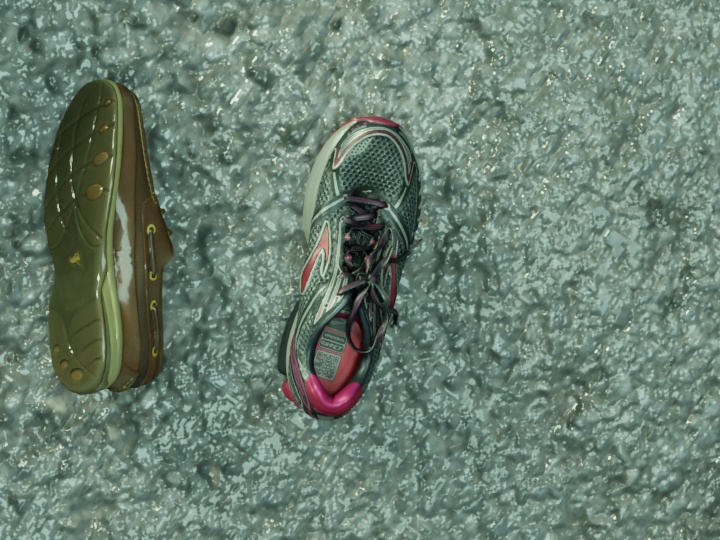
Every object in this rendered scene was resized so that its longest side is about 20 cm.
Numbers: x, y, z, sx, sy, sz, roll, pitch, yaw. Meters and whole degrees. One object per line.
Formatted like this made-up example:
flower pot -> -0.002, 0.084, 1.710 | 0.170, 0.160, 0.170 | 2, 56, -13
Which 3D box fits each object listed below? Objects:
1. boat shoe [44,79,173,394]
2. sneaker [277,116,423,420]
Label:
boat shoe -> -0.158, -0.021, 1.752 | 0.067, 0.072, 0.201 | 3, 87, -43
sneaker -> 0.000, 0.000, 1.770 | 0.080, 0.075, 0.201 | 9, 93, -10
